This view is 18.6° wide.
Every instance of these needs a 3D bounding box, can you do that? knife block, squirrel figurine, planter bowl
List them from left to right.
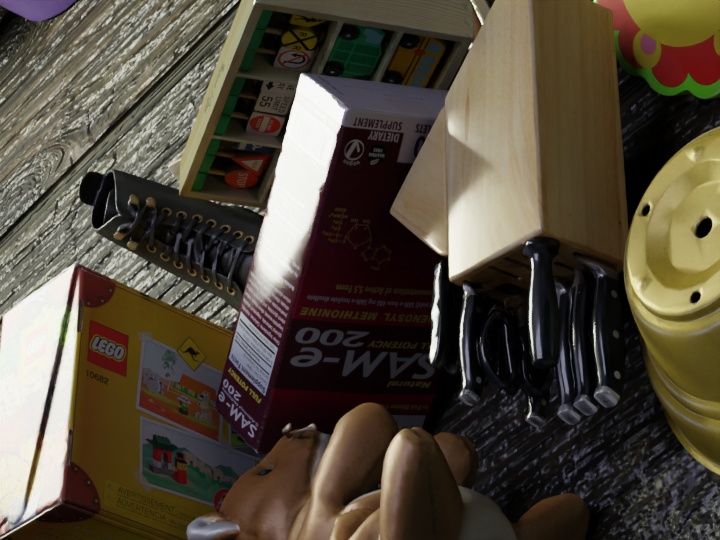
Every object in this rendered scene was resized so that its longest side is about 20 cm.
[{"bbox_3d":[-0.009,0.167,1.118,0.186,0.141,0.201,8,84,46],"label":"squirrel figurine"},{"bbox_3d":[0.097,-0.030,1.096,0.176,0.064,0.200,39,105,53],"label":"knife block"},{"bbox_3d":[0.183,-0.007,1.027,0.200,0.083,0.201,-32,46,40],"label":"planter bowl"}]

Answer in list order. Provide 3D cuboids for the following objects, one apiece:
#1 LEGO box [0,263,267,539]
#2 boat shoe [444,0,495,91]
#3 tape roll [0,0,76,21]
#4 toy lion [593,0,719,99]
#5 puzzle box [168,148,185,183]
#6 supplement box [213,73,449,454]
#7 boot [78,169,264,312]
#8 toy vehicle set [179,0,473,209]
[{"bbox_3d":[-0.105,0.107,1.245,0.077,0.200,0.149,-32,45,39],"label":"LEGO box"},{"bbox_3d":[0.073,-0.115,1.257,0.068,0.072,0.200,-44,39,27],"label":"boat shoe"},{"bbox_3d":[-0.268,-0.317,1.845,0.200,0.085,0.201,-32,46,40],"label":"tape roll"},{"bbox_3d":[0.152,-0.174,1.156,0.200,0.069,0.192,-31,74,52],"label":"toy lion"},{"bbox_3d":[-0.022,-0.125,1.378,0.200,0.025,0.133,-26,17,43],"label":"puzzle box"},{"bbox_3d":[0.000,0.000,1.203,0.061,0.109,0.201,41,122,53],"label":"supplement box"},{"bbox_3d":[-0.089,-0.007,1.322,0.078,0.138,0.200,-69,23,0],"label":"boot"},{"bbox_3d":[-0.024,-0.096,1.264,0.200,0.124,0.027,118,155,-56],"label":"toy vehicle set"}]
